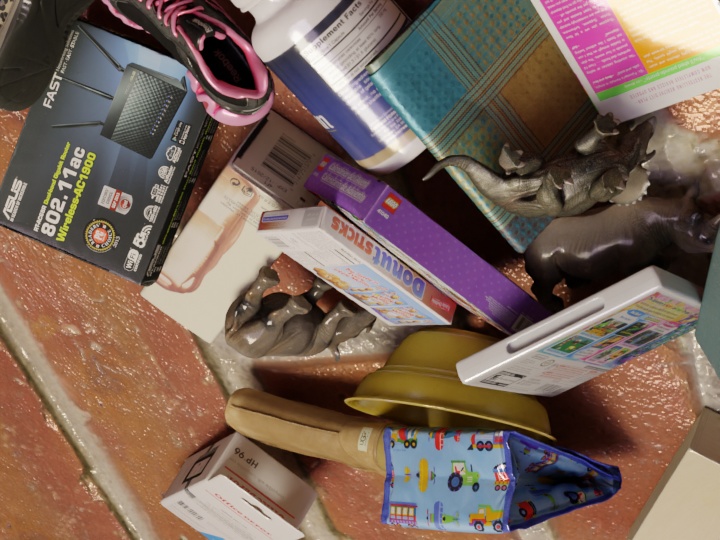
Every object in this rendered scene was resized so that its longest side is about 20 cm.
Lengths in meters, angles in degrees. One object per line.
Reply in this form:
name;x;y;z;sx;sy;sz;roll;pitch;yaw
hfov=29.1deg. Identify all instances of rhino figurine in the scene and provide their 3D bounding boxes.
rhino figurine;-0.050;0.048;1.293;0.087;0.200;0.060;-44;62;23
rhino figurine;0.227;-0.023;1.165;0.200;0.060;0.088;-14;124;29

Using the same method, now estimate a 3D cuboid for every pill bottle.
pill bottle;-0.016;-0.182;1.111;0.111;0.111;0.200;-30;111;38

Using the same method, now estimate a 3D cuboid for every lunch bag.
lunch bag;0.141;0.199;1.318;0.150;0.094;0.200;-5;169;42

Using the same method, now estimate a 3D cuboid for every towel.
towel;0.112;-0.133;1.093;0.200;0.147;0.022;48;168;-20

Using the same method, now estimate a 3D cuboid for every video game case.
video game case;0.198;0.056;1.162;0.182;0.200;0.024;-29;69;23

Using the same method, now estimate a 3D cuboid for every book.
book;0.195;-0.215;1.040;0.133;0.048;0.200;-20;116;33

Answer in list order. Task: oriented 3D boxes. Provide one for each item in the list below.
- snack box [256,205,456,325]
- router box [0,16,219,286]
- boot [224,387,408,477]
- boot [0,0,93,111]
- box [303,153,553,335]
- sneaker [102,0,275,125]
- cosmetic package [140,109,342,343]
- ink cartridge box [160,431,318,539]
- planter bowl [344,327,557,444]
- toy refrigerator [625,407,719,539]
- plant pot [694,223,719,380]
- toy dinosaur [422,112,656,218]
snack box;0.000;0.000;1.204;0.072;0.024;0.200;-4;153;38
router box;-0.219;-0.105;1.221;0.150;0.062;0.200;22;95;5
boot;-0.014;0.176;1.434;0.200;0.066;0.175;8;159;34
boot;-0.295;-0.252;1.183;0.154;0.073;0.204;33;98;40
box;0.056;-0.018;1.179;0.200;0.039;0.137;36;178;-28
sneaker;-0.140;-0.204;1.124;0.200;0.095;0.079;45;86;-10
cosmetic package;-0.112;-0.038;1.276;0.087;0.103;0.200;34;130;-6
ink cartridge box;-0.125;0.242;1.495;0.116;0.068;0.200;38;151;-11
planter bowl;0.090;0.102;1.293;0.200;0.084;0.200;11;169;2
toy refrigerator;0.321;0.229;1.339;0.076;0.070;0.200;26;132;10
plant pot;0.371;-0.006;1.022;0.196;0.196;0.201;0;111;0
toy dinosaur;0.150;-0.067;1.059;0.200;0.077;0.102;-17;161;-6
